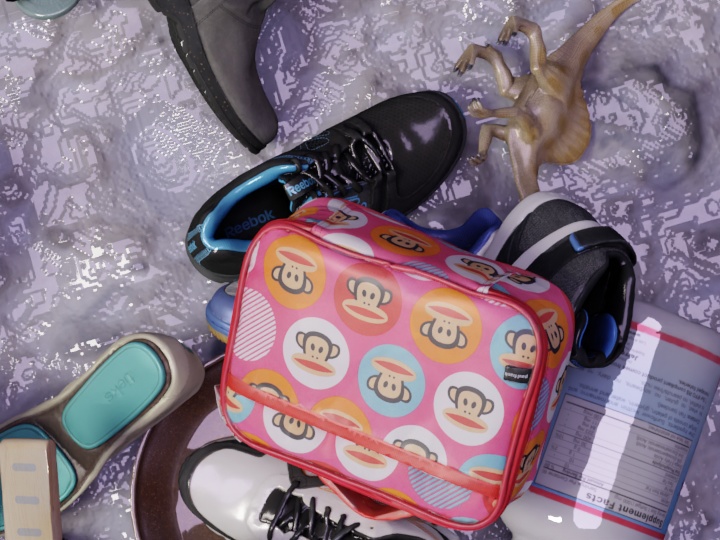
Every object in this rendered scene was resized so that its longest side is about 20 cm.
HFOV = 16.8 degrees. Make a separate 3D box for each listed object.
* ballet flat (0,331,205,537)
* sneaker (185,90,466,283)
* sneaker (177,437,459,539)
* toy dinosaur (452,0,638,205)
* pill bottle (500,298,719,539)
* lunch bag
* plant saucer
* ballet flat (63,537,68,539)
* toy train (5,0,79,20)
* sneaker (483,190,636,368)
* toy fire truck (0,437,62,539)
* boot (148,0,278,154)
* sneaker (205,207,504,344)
[{"bbox_3d":[-0.178,0.104,1.535,0.200,0.069,0.070,-34,89,21],"label":"ballet flat"},{"bbox_3d":[-0.018,-0.052,1.546,0.200,0.082,0.073,-31,86,-5],"label":"sneaker"},{"bbox_3d":[-0.018,0.157,1.503,0.200,0.080,0.074,21,88,1],"label":"sneaker"},{"bbox_3d":[0.117,-0.118,1.572,0.101,0.058,0.200,34,69,-26],"label":"toy dinosaur"},{"bbox_3d":[0.151,0.119,1.531,0.109,0.109,0.200,20,87,-1],"label":"pill bottle"},{"bbox_3d":[0.017,0.065,1.445,0.200,0.082,0.177,20,112,19],"label":"lunch bag"},{"bbox_3d":[-0.047,0.144,1.558,0.200,0.037,0.201,0,87,-1],"label":"plant saucer"},{"bbox_3d":[-0.238,0.257,1.529,0.072,0.072,0.201,27,87,-1],"label":"ballet flat"},{"bbox_3d":[-0.169,-0.241,1.544,0.200,0.085,0.114,-24,62,-5],"label":"toy train"},{"bbox_3d":[0.095,0.055,1.480,0.073,0.112,0.200,23,99,-35],"label":"sneaker"},{"bbox_3d":[-0.133,0.194,1.445,0.176,0.200,0.129,-16,47,14],"label":"toy fire truck"},{"bbox_3d":[-0.061,-0.174,1.513,0.130,0.068,0.200,-31,127,-2],"label":"boot"},{"bbox_3d":[0.000,0.000,1.535,0.199,0.075,0.088,-6,122,-11],"label":"sneaker"}]
